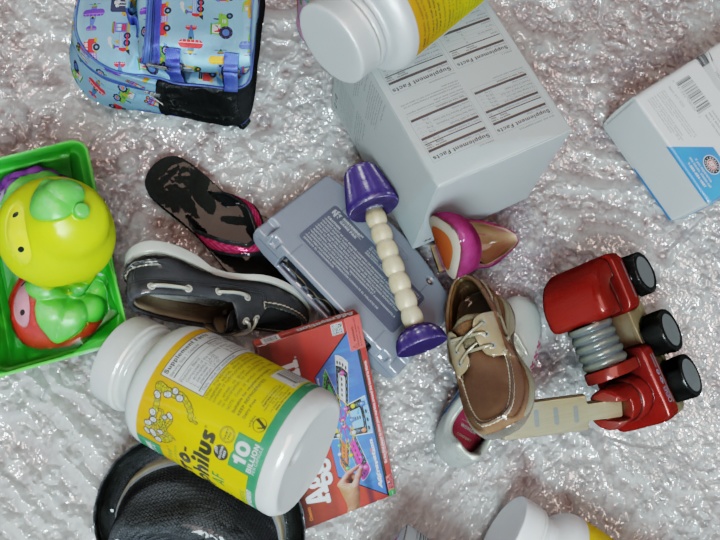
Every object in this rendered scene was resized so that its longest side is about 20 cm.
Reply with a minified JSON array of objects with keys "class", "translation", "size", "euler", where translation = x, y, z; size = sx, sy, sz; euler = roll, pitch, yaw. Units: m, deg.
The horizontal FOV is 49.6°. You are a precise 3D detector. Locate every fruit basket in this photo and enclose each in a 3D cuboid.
[{"class":"fruit basket","translation":[-0.285,-0.018,0.698],"size":[0.155,0.216,0.216],"euler":[-15,81,-4]}]

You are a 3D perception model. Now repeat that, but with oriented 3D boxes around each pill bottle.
[{"class":"pill bottle","translation":[-0.129,0.116,0.673],"size":[0.200,0.113,0.113],"euler":[24,74,18]},{"class":"pill bottle","translation":[0.043,-0.256,0.696],"size":[0.200,0.109,0.109],"euler":[-43,87,-19]},{"class":"pill bottle","translation":[0.220,0.311,0.758],"size":[0.200,0.112,0.113],"euler":[33,75,-1]}]

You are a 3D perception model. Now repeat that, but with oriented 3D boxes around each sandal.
[{"class":"sandal","translation":[-0.141,-0.049,0.813],"size":[0.200,0.045,0.075],"euler":[36,75,0]}]

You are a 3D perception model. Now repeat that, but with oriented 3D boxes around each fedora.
[{"class":"fedora","translation":[-0.151,0.243,0.698],"size":[0.200,0.092,0.201],"euler":[0,97,0]}]

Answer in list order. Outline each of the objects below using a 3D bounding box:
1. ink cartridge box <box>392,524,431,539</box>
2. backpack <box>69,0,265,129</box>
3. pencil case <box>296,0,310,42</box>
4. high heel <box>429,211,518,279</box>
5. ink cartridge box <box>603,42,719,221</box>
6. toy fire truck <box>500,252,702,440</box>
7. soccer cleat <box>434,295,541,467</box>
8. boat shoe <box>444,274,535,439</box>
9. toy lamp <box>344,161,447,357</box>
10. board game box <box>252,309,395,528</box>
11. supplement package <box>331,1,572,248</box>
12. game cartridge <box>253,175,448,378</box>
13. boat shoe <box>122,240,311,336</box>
[{"class":"ink cartridge box","translation":[0.066,0.366,0.733],"size":[0.196,0.043,0.200],"euler":[35,112,-1]},{"class":"backpack","translation":[-0.204,-0.254,0.804],"size":[0.200,0.135,0.183],"euler":[6,76,-5]},{"class":"pencil case","translation":[-0.023,-0.306,0.807],"size":[0.087,0.200,0.088],"euler":[1,75,-5]},{"class":"high heel","translation":[0.120,-0.035,0.767],"size":[0.096,0.200,0.068],"euler":[-19,88,1]},{"class":"ink cartridge box","translation":[0.414,-0.174,0.910],"size":[0.200,0.086,0.147],"euler":[-32,85,-16]},{"class":"toy fire truck","translation":[0.224,0.086,0.780],"size":[0.200,0.129,0.176],"euler":[-11,78,-49]},{"class":"soccer cleat","translation":[0.143,0.113,0.803],"size":[0.070,0.086,0.200],"euler":[29,75,-2]},{"class":"boat shoe","translation":[0.112,0.076,0.745],"size":[0.076,0.200,0.072],"euler":[-32,118,17]},{"class":"toy lamp","translation":[0.030,-0.016,0.774],"size":[0.058,0.058,0.200],"euler":[-15,71,-12]},{"class":"board game box","translation":[-0.032,0.146,0.753],"size":[0.103,0.019,0.200],"euler":[-17,109,-15]},{"class":"supplement package","translation":[0.083,-0.161,0.805],"size":[0.150,0.152,0.200],"euler":[-24,74,-14]},{"class":"game cartridge","translation":[0.000,0.000,0.805],"size":[0.200,0.041,0.133],"euler":[46,53,1]},{"class":"boat shoe","translation":[-0.132,0.033,0.749],"size":[0.200,0.074,0.060],"euler":[25,42,-36]}]
